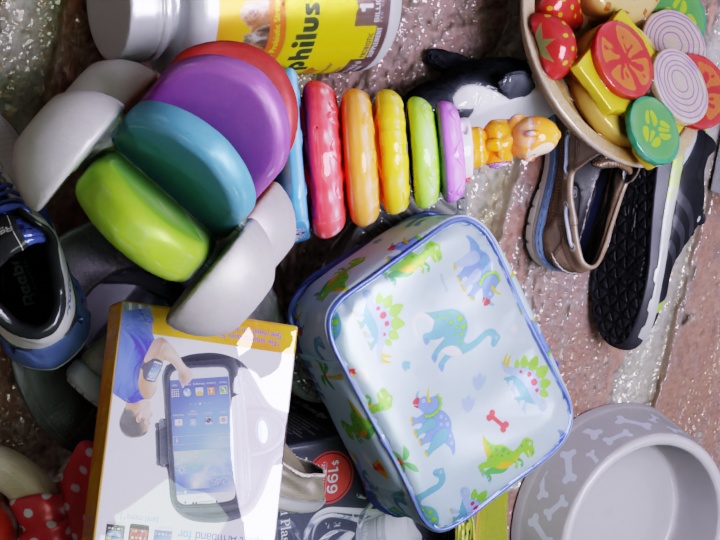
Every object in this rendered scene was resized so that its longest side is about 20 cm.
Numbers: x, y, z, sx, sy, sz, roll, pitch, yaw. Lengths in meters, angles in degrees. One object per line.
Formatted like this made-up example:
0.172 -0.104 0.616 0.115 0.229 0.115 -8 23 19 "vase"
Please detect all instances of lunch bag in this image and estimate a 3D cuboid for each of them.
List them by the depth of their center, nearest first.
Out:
0.053 0.068 1.376 0.161 0.082 0.201 -35 110 -22 "lunch bag"

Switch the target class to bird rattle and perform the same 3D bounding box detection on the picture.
-0.238 0.184 1.302 0.163 0.113 0.200 34 114 2 "bird rattle"

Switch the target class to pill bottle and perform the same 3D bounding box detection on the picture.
-0.079 -0.185 1.330 0.199 0.109 0.110 -7 106 -30 "pill bottle"

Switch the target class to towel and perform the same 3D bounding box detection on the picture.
0.096 0.201 1.500 0.018 0.200 0.087 3 98 12 "towel"

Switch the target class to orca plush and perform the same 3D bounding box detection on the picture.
0.061 -0.128 1.474 0.199 0.071 0.105 -25 159 -13 "orca plush"

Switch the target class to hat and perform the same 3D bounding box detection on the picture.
-0.152 0.045 1.356 0.200 0.081 0.202 -5 103 -22 "hat"

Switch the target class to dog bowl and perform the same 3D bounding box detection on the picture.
0.223 0.214 1.644 0.199 0.059 0.201 -8 107 -29 "dog bowl"

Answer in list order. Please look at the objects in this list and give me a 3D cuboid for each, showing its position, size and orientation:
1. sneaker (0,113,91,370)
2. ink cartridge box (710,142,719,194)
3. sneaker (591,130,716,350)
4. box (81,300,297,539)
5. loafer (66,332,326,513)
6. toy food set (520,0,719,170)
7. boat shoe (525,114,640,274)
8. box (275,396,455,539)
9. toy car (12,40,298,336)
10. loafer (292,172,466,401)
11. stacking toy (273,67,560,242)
-0.229 -0.036 1.230 0.080 0.115 0.200 -28 86 -10 "sneaker"
0.377 -0.147 1.595 0.084 0.144 0.201 4 100 -32 "ink cartridge box"
0.248 -0.031 1.590 0.083 0.072 0.201 7 98 -33 "sneaker"
-0.110 0.126 1.242 0.119 0.041 0.201 9 78 -19 "box"
-0.097 0.096 1.303 0.200 0.075 0.070 33 86 -23 "loafer"
0.200 -0.171 1.484 0.198 0.049 0.200 50 48 -13 "toy food set"
0.186 -0.095 1.534 0.072 0.072 0.201 3 99 -31 "boat shoe"
-0.021 0.198 1.464 0.181 0.104 0.201 -10 107 -30 "box"
-0.103 -0.070 1.218 0.175 0.200 0.150 42 108 -7 "toy car"
0.000 0.000 1.440 0.075 0.070 0.200 40 85 -25 "loafer"
0.039 -0.082 1.349 0.199 0.116 0.110 -4 81 -1 "stacking toy"
